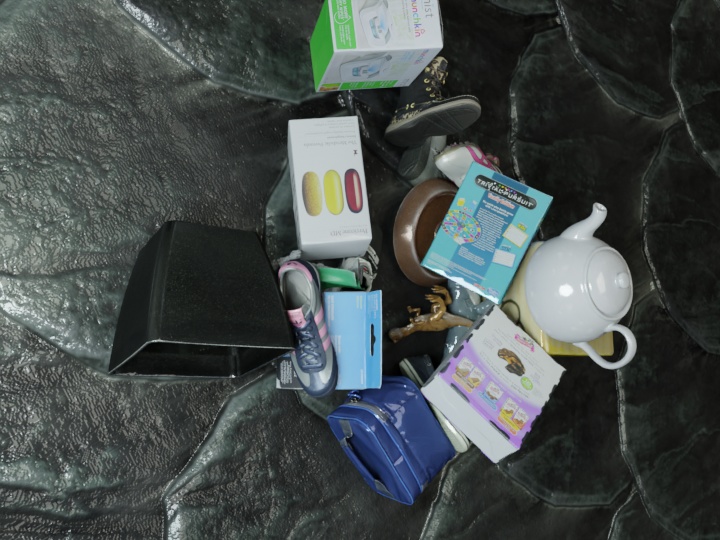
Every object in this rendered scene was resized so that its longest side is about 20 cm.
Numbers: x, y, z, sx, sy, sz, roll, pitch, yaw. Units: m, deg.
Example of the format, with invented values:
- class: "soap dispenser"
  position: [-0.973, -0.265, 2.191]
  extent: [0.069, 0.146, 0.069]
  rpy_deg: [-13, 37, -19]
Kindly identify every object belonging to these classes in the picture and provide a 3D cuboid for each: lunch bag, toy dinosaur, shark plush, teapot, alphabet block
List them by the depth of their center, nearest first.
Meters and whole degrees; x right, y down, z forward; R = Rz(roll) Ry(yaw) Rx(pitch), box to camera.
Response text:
- class: "lunch bag"
  position: [0.041, 0.271, 1.161]
  extent: [0.132, 0.136, 0.201]
  rpy_deg: [-41, 107, -31]
- class: "teapot"
  position: [0.381, 0.030, 1.187]
  extent: [0.200, 0.146, 0.198]
  rpy_deg: [39, 65, -23]
- class: "toy dinosaur"
  position: [0.145, 0.086, 1.277]
  extent: [0.198, 0.060, 0.107]
  rpy_deg: [-3, 115, -6]
- class: "shark plush"
  position: [0.169, 0.101, 1.325]
  extent: [0.083, 0.091, 0.201]
  rpy_deg: [18, 100, -30]
- class: "alphabet block"
  position: [0.340, 0.062, 1.356]
  extent: [0.195, 0.195, 0.202]
  rpy_deg: [4, 82, -31]

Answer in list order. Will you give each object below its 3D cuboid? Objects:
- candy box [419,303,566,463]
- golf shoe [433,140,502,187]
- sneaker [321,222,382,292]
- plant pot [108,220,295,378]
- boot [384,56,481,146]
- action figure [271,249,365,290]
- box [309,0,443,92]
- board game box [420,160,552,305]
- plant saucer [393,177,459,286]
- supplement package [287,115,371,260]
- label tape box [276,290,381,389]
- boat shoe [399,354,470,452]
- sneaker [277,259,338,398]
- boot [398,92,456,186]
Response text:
- class: "candy box"
  position: [0.220, 0.180, 1.174]
  extent: [0.168, 0.072, 0.200]
  rpy_deg: [43, 50, 5]
- class: "golf shoe"
  position: [0.208, -0.175, 1.306]
  extent: [0.199, 0.072, 0.093]
  rpy_deg: [8, 59, -49]
- class: "sneaker"
  position: [0.000, 0.000, 1.202]
  extent: [0.074, 0.088, 0.201]
  rpy_deg: [37, 64, -22]
- class: "plant pot"
  position: [-0.224, 0.041, 0.993]
  extent: [0.198, 0.200, 0.179]
  rpy_deg: [6, 69, -32]
- class: "boot"
  position: [0.132, -0.312, 1.271]
  extent: [0.073, 0.199, 0.152]
  rpy_deg: [26, 64, -35]
- class: "action figure"
  position: [-0.097, 0.004, 1.103]
  extent: [0.198, 0.118, 0.055]
  rpy_deg: [1, 73, 8]
- class: "box"
  position: [0.019, -0.371, 1.168]
  extent: [0.175, 0.200, 0.097]
  rpy_deg: [-6, 88, -13]
- class: "board game box"
  position: [0.217, -0.064, 1.231]
  extent: [0.150, 0.047, 0.201]
  rpy_deg: [28, 93, 15]
- class: "plant saucer"
  position: [0.146, -0.067, 1.309]
  extent: [0.199, 0.034, 0.202]
  rpy_deg: [-7, 101, -36]
- class: "supplement package"
  position: [-0.051, -0.127, 1.135]
  extent: [0.113, 0.110, 0.202]
  rpy_deg: [-6, 77, -8]
- class: "label tape box"
  position: [-0.051, 0.107, 1.083]
  extent: [0.066, 0.199, 0.144]
  rpy_deg: [6, 80, -36]
- class: "boat shoe"
  position: [0.135, 0.217, 1.210]
  extent: [0.062, 0.200, 0.075]
  rpy_deg: [-23, 136, -12]
- class: "sneaker"
  position: [-0.082, 0.083, 1.004]
  extent: [0.070, 0.082, 0.201]
  rpy_deg: [-15, 84, 10]
- class: "boot"
  position: [0.150, -0.223, 1.355]
  extent: [0.130, 0.067, 0.201]
  rpy_deg: [35, 68, -36]
